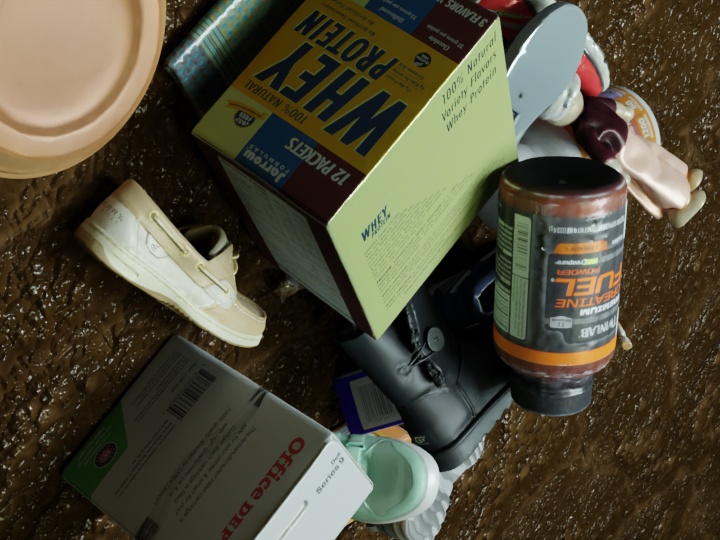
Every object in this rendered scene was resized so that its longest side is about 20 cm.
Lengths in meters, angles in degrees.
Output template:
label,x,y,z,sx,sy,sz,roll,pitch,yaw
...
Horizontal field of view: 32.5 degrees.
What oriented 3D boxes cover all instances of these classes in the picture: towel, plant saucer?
label,x,y,z,sx,sy,sz,roll,pitch,yaw
towel,-0.055,-0.182,0.955,0.201,0.022,0.147,-49,141,-15
plant saucer,-0.200,-0.152,0.789,0.199,0.037,0.203,-28,130,-37

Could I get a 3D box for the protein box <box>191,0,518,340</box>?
label,x,y,z,sx,sy,sz,roll,pitch,yaw
protein box,0.006,-0.095,0.949,0.199,0.134,0.201,-50,156,-13

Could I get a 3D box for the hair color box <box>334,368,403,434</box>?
label,x,y,z,sx,sy,sz,roll,pitch,yaw
hair color box,0.084,0.099,1.209,0.198,0.109,0.066,-12,83,-45

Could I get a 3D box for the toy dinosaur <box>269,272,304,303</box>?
label,x,y,z,sx,sy,sz,roll,pitch,yaw
toy dinosaur,0.000,0.000,1.114,0.198,0.061,0.107,9,121,-41

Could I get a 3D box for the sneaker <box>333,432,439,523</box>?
label,x,y,z,sx,sy,sz,roll,pitch,yaw
sneaker,-0.039,0.172,1.039,0.118,0.198,0.075,15,78,-57

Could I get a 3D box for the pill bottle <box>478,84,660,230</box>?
label,x,y,z,sx,sy,sz,roll,pitch,yaw
pill bottle,0.199,-0.107,1.222,0.199,0.111,0.114,-25,130,-39

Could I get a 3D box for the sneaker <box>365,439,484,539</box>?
label,x,y,z,sx,sy,sz,roll,pitch,yaw
sneaker,0.066,0.194,1.293,0.201,0.081,0.075,-53,124,-39

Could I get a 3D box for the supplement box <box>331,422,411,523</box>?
label,x,y,z,sx,sy,sz,roll,pitch,yaw
supplement box,-0.040,0.209,1.175,0.198,0.068,0.068,-25,128,-36

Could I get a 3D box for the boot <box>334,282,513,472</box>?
label,x,y,z,sx,sy,sz,roll,pitch,yaw
boot,0.076,0.050,1.084,0.200,0.076,0.169,-47,115,-34

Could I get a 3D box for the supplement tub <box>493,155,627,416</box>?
label,x,y,z,sx,sy,sz,roll,pitch,yaw
supplement tub,0.163,0.015,1.023,0.106,0.106,0.203,-22,120,-40

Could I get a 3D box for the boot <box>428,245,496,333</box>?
label,x,y,z,sx,sy,sz,roll,pitch,yaw
boot,0.157,0.009,1.246,0.199,0.090,0.074,-32,100,-34

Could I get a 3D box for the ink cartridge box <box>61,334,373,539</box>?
label,x,y,z,sx,sy,sz,roll,pitch,yaw
ink cartridge box,-0.111,0.160,0.945,0.146,0.199,0.084,-50,137,-15

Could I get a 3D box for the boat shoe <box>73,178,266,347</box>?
label,x,y,z,sx,sy,sz,roll,pitch,yaw
boat shoe,-0.126,-0.004,0.937,0.070,0.073,0.200,-53,142,-1

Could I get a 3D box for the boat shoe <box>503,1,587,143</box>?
label,x,y,z,sx,sy,sz,roll,pitch,yaw
boat shoe,0.114,-0.158,1.098,0.070,0.091,0.202,31,95,-39

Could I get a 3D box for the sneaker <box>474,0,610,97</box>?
label,x,y,z,sx,sy,sz,roll,pitch,yaw
sneaker,0.159,-0.208,1.159,0.199,0.077,0.085,31,98,-43

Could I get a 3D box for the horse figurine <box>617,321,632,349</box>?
label,x,y,z,sx,sy,sz,roll,pitch,yaw
horse figurine,0.189,0.008,1.171,0.050,0.134,0.199,-35,148,24

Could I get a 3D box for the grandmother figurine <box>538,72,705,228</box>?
label,x,y,z,sx,sy,sz,roll,pitch,yaw
grandmother figurine,0.233,-0.118,1.147,0.199,0.122,0.061,34,118,-17
